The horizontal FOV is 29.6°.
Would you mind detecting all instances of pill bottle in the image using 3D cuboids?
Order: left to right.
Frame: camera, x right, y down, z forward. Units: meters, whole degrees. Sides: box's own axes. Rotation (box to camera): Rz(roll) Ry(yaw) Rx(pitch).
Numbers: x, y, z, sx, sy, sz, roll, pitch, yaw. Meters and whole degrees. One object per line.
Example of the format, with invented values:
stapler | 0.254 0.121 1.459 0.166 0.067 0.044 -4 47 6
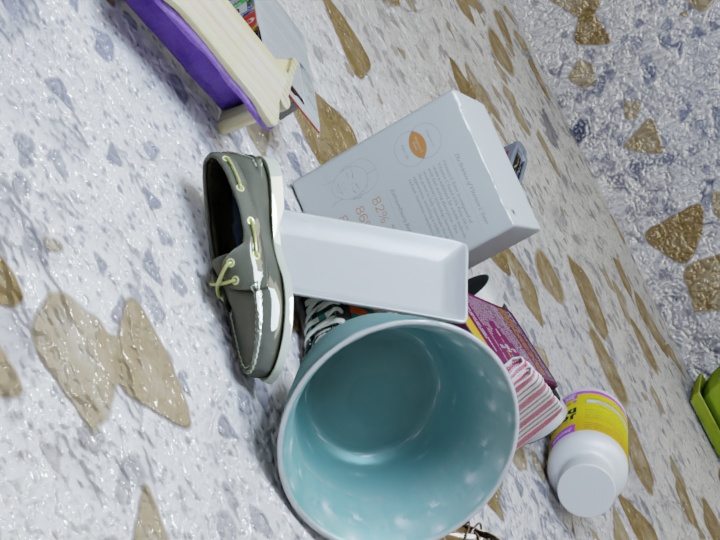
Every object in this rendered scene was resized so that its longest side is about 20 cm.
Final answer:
pill bottle | 0.295 0.237 1.763 0.105 0.103 0.200 58 19 -11

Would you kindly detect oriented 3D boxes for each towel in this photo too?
towel | 0.121 0.151 1.318 0.030 0.146 0.200 55 4 24

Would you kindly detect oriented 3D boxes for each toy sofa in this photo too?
toy sofa | -0.148 -0.209 1.227 0.200 0.082 0.098 49 39 -36

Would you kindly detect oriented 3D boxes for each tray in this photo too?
tray | 0.000 0.000 1.239 0.108 0.197 0.022 -84 -174 -48

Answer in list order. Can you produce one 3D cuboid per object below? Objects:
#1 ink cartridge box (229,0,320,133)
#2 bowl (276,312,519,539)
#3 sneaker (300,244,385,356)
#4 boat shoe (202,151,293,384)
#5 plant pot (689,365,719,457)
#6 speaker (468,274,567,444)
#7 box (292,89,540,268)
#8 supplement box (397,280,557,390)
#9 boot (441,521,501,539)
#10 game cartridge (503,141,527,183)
ink cartridge box | -0.097 -0.221 1.411 0.109 0.050 0.201 50 19 -36
bowl | 0.021 0.116 1.114 0.202 0.200 0.105 54 1 -23
sneaker | -0.018 0.056 1.234 0.080 0.071 0.202 21 40 -55
boat shoe | -0.097 -0.005 1.120 0.060 0.072 0.204 10 61 -31
plant pot | 0.840 0.296 3.007 0.202 0.180 0.199 62 19 -2
speaker | 0.169 0.107 1.647 0.201 0.081 0.081 59 19 -13
box | 0.058 -0.065 1.397 0.154 0.198 0.106 66 19 11
supplement box | 0.092 0.102 1.348 0.104 0.131 0.199 57 17 23
boot | 0.086 0.244 1.252 0.201 0.075 0.074 55 24 -15
game cartridge | 0.152 -0.111 1.812 0.041 0.132 0.200 58 19 -11
